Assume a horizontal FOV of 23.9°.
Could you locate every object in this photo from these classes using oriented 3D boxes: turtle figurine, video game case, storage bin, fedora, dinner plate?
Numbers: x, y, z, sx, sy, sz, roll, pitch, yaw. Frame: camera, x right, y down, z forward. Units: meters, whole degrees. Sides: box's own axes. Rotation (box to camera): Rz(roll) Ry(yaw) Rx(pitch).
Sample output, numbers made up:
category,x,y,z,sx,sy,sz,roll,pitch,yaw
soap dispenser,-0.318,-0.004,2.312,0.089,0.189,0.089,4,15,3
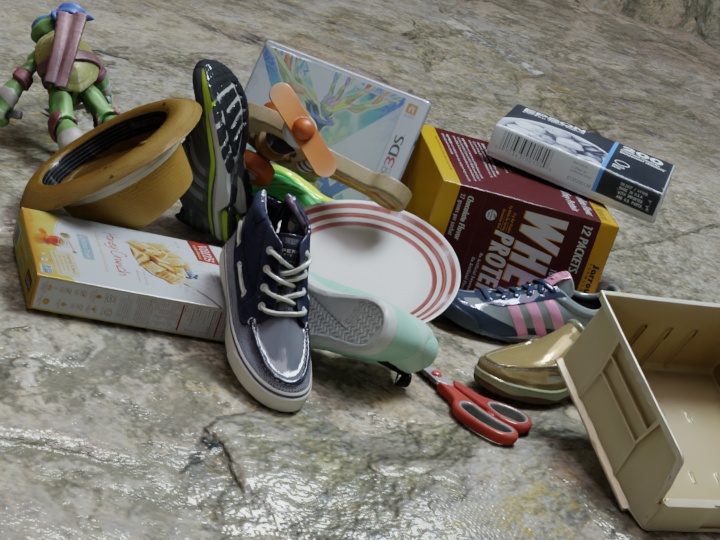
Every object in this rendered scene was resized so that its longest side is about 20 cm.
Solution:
category,x,y,z,sx,sy,sz,roll,pitch,yaw
turtle figurine,-0.324,-0.166,1.840,0.144,0.200,0.194,29,24,-56
video game case,-0.048,-0.137,1.873,0.199,0.183,0.022,22,-9,9
storage bin,0.305,0.130,1.520,0.199,0.094,0.199,6,45,-31
fedora,-0.227,-0.088,1.634,0.200,0.082,0.201,-25,23,11
dinner plate,0.000,0.000,1.695,0.199,0.024,0.200,4,40,-3

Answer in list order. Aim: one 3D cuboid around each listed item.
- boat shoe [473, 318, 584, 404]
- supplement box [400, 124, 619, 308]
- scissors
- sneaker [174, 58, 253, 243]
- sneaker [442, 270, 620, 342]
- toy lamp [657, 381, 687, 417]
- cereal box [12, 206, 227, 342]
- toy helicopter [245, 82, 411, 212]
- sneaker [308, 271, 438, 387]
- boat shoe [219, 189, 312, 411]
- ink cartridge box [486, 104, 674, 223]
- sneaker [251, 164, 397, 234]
category,x,y,z,sx,sy,sz,roll,pitch,yaw
boat shoe,0.193,0.081,1.648,0.200,0.076,0.072,0,27,-42
supplement box,0.148,-0.047,1.863,0.199,0.133,0.197,14,20,-12
scissors,0.073,0.103,1.571,0.200,0.014,0.073,32,25,29
sneaker,-0.159,-0.117,1.706,0.081,0.201,0.074,10,31,17
sneaker,0.176,0.031,1.756,0.199,0.082,0.070,11,21,-21
toy lamp,0.307,0.119,1.680,0.058,0.058,0.200,23,20,12
cereal box,-0.208,0.004,1.540,0.199,0.040,0.144,10,22,-23
toy helicopter,-0.038,-0.118,1.727,0.200,0.079,0.132,27,-20,9
sneaker,-0.023,0.051,1.567,0.200,0.074,0.118,18,-7,39
boat shoe,-0.074,0.019,1.468,0.074,0.093,0.200,6,44,-27
ink cartridge box,0.252,-0.128,1.911,0.198,0.044,0.200,23,18,8
sneaker,-0.042,-0.043,1.794,0.199,0.074,0.084,21,37,13
